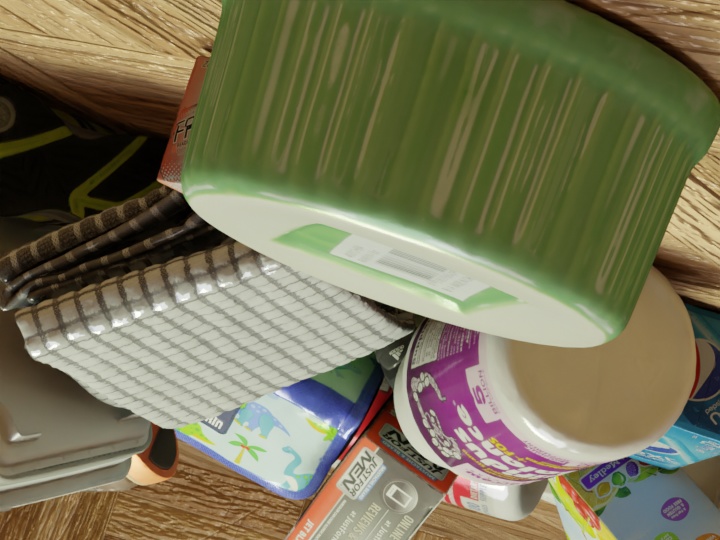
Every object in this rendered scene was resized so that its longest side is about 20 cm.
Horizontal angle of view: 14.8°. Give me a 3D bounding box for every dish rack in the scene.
[{"bbox_3d":[-0.184,0.037,1.486,0.043,0.172,0.200,-28,171,23],"label":"dish rack"}]

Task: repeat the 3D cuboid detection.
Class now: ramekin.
[{"bbox_3d":[0.028,-0.044,1.055,0.200,0.098,0.200,18,171,3],"label":"ramekin"}]

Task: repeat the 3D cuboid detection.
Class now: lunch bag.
[{"bbox_3d":[-0.072,0.051,1.685,0.170,0.128,0.200,29,175,0],"label":"lunch bag"}]

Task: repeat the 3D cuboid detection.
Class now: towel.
[{"bbox_3d":[-0.080,0.007,1.449,0.165,0.086,0.200,-21,159,15],"label":"towel"}]

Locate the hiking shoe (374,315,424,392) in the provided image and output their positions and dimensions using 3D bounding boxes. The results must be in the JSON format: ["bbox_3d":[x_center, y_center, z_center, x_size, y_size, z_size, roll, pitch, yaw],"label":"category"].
[{"bbox_3d":[0.076,0.077,1.638,0.076,0.101,0.200,-28,150,32],"label":"hiking shoe"}]

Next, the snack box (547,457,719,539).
[{"bbox_3d":[0.202,0.198,1.699,0.200,0.068,0.169,51,171,32],"label":"snack box"}]

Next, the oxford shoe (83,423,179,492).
[{"bbox_3d":[-0.188,0.063,1.599,0.073,0.071,0.200,-21,124,24],"label":"oxford shoe"}]

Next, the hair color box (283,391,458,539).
[{"bbox_3d":[0.022,0.121,1.689,0.064,0.111,0.200,36,-157,1],"label":"hair color box"}]

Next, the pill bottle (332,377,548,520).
[{"bbox_3d":[0.031,0.088,1.853,0.200,0.112,0.112,16,171,18],"label":"pill bottle"}]

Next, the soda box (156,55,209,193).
[{"bbox_3d":[-0.001,-0.035,1.297,0.068,0.064,0.200,11,169,41],"label":"soda box"}]

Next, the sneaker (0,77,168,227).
[{"bbox_3d":[-0.178,-0.055,1.511,0.200,0.076,0.076,22,171,-13],"label":"sneaker"}]

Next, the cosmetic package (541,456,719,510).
[{"bbox_3d":[0.218,0.142,1.890,0.108,0.085,0.200,26,168,-35],"label":"cosmetic package"}]

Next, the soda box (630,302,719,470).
[{"bbox_3d":[0.173,0.066,1.558,0.064,0.068,0.200,18,172,-1],"label":"soda box"}]

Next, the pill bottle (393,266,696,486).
[{"bbox_3d":[0.087,0.055,1.456,0.112,0.112,0.200,20,164,-14],"label":"pill bottle"}]
